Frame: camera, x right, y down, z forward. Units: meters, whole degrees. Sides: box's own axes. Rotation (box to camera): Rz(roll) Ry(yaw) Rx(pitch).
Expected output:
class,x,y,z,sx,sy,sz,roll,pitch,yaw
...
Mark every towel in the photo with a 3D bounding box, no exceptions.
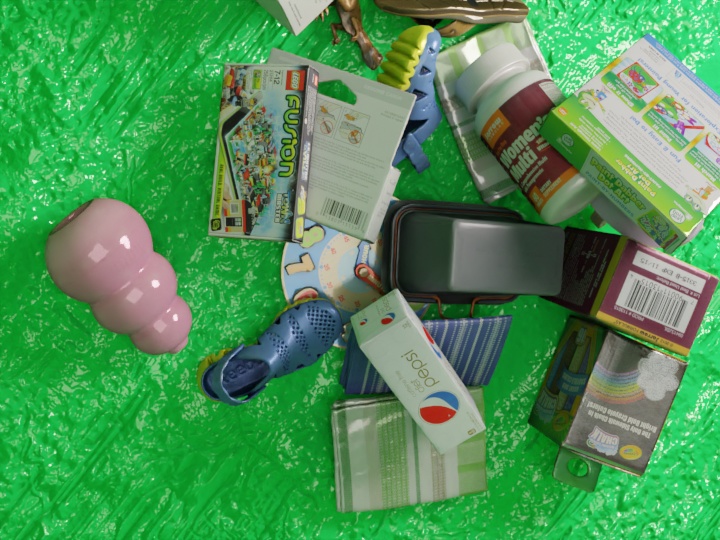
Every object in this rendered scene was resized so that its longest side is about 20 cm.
class,x,y,z,sx,sy,sz,roll,pitch,yaw
towel,0.062,0.225,1.336,0.198,0.031,0.151,-6,105,-11
towel,0.183,-0.203,1.326,0.148,0.031,0.201,-26,100,-8
towel,0.077,0.102,1.297,0.198,0.024,0.145,-3,141,-11

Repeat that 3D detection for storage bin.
class,x,y,z,sx,sy,sz,roll,pitch,yaw
storage bin,0.141,-0.008,1.260,0.198,0.134,0.147,3,92,-24

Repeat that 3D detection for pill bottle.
class,x,y,z,sx,sy,sz,roll,pitch,yaw
pill bottle,0.203,-0.163,1.238,0.109,0.110,0.201,-34,73,-5

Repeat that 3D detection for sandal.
class,x,y,z,sx,sy,sz,roll,pitch,yaw
sandal,0.109,-0.311,1.276,0.198,0.081,0.054,0,131,-20
sandal,0.059,-0.194,1.262,0.086,0.080,0.201,8,120,-19
sandal,-0.107,0.105,1.265,0.199,0.087,0.080,-34,100,1

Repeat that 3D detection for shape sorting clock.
class,x,y,z,sx,sy,sz,roll,pitch,yaw
shape sorting clock,0.000,0.000,1.307,0.198,0.039,0.202,-1,96,-11

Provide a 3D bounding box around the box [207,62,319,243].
class,x,y,z,sx,sy,sz,roll,pitch,yaw
box,-0.112,-0.136,1.217,0.109,0.035,0.202,4,87,18

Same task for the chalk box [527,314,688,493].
class,x,y,z,sx,sy,sz,roll,pitch,yaw
chalk box,0.303,0.178,1.341,0.123,0.124,0.202,22,92,-13

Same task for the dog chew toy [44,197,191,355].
class,x,y,z,sx,sy,sz,roll,pitch,yaw
dog chew toy,-0.271,0.016,1.221,0.124,0.125,0.201,-38,108,-5

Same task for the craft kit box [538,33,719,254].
class,x,y,z,sx,sy,sz,roll,pitch,yaw
craft kit box,0.332,-0.146,1.176,0.200,0.049,0.197,46,57,12

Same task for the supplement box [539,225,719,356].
class,x,y,z,sx,sy,sz,roll,pitch,yaw
supplement box,0.321,0.021,1.287,0.130,0.200,0.104,22,92,-12

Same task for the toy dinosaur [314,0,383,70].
class,x,y,z,sx,sy,sz,roll,pitch,yaw
toy dinosaur,-0.023,-0.339,1.270,0.106,0.060,0.202,-18,104,-37

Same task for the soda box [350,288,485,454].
class,x,y,z,sx,sy,sz,roll,pitch,yaw
soda box,0.069,0.121,1.230,0.068,0.064,0.201,-31,121,7

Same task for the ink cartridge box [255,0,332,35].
class,x,y,z,sx,sy,sz,roll,pitch,yaw
ink cartridge box,-0.059,-0.396,1.206,0.200,0.083,0.147,-45,72,-4

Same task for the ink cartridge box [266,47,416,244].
class,x,y,z,sx,sy,sz,roll,pitch,yaw
ink cartridge box,-0.046,-0.147,1.237,0.198,0.044,0.175,21,91,18

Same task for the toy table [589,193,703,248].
class,x,y,z,sx,sy,sz,roll,pitch,yaw
toy table,0.345,-0.115,1.289,0.183,0.117,0.201,-31,78,25
